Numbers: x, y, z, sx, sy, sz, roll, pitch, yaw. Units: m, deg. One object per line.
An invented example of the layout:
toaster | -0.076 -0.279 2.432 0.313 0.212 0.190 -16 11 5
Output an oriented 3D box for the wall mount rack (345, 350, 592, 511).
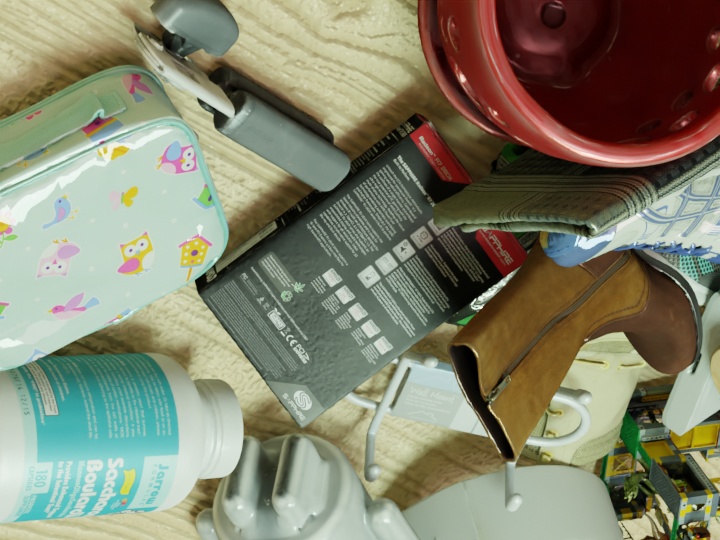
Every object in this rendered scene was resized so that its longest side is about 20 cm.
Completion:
wall mount rack | 0.084 0.102 1.774 0.199 0.075 0.174 12 139 -10

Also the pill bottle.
pill bottle | -0.183 0.112 1.648 0.199 0.111 0.111 -1 128 -31

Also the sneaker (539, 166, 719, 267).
sneaker | 0.216 -0.037 1.616 0.200 0.075 0.088 -26 104 -17

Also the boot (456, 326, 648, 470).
boot | 0.141 0.083 1.862 0.200 0.073 0.156 -3 130 -35

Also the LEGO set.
LEGO set | 0.276 0.179 1.950 0.115 0.200 0.154 -6 114 -16

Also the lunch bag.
lunch bag | -0.187 -0.038 1.534 0.200 0.077 0.161 -27 136 -9

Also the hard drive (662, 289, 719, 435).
hard drive | 0.320 0.040 1.911 0.200 0.027 0.132 -26 143 -44

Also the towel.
towel | 0.168 -0.068 1.580 0.192 0.200 0.035 -32 107 -23

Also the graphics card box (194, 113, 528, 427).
graphics card box | 0.000 0.000 1.667 0.200 0.051 0.126 -38 105 1

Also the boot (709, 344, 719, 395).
boot | 0.347 0.064 1.879 0.071 0.144 0.201 -18 134 41

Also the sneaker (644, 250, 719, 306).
sneaker | 0.234 -0.035 1.813 0.200 0.078 0.091 21 106 -48

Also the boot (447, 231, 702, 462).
boot | 0.152 0.054 1.657 0.200 0.068 0.189 -55 135 -34

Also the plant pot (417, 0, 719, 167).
plant pot | 0.141 -0.168 1.517 0.200 0.182 0.201 -1 96 -13

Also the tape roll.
tape roll | 0.112 0.233 1.930 0.202 0.071 0.203 -11 150 -7

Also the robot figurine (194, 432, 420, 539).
robot figurine | -0.039 0.201 1.817 0.169 0.113 0.200 -1 143 22

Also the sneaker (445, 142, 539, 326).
sneaker | 0.111 -0.048 1.729 0.085 0.078 0.200 32 98 -39

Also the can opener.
can opener | -0.069 -0.118 1.556 0.067 0.053 0.200 -47 138 14
